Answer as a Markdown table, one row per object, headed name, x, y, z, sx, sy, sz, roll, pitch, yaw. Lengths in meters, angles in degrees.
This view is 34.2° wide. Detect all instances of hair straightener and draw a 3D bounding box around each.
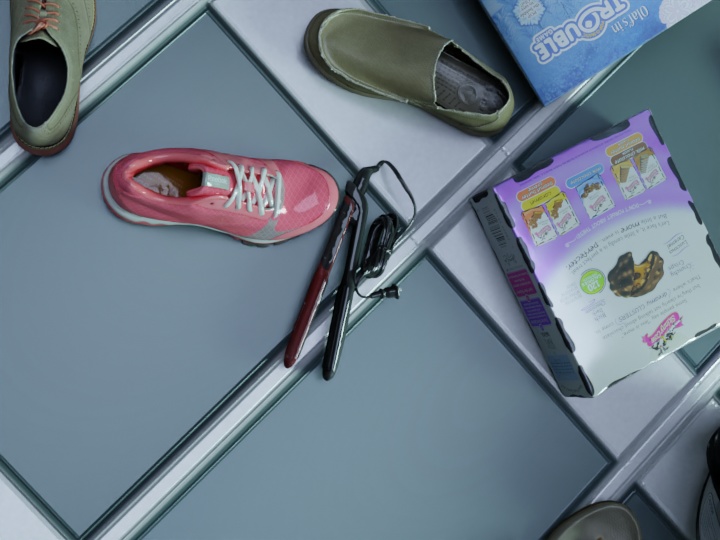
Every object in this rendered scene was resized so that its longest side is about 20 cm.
| name | x | y | z | sx | sy | sz | roll | pitch | yaw |
| --- | --- | --- | --- | --- | --- | --- | --- | --- | --- |
| hair straightener | 0.000 | 0.000 | 1.007 | 0.076 | 0.041 | 0.201 | 21 | 76 | -11 |

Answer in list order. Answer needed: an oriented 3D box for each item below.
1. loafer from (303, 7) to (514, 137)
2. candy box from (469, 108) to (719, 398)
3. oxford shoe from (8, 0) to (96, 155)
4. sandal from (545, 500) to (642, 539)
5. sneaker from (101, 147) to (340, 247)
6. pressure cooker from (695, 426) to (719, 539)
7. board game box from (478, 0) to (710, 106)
| name | x | y | z | sx | sy | sz | roll | pitch | yaw |
| --- | --- | --- | --- | --- | --- | --- | --- | --- | --- |
| loafer | 0.049 | -0.179 | 1.013 | 0.199 | 0.067 | 0.077 | 18 | 81 | -11 |
| candy box | 0.217 | -0.013 | 1.036 | 0.167 | 0.072 | 0.201 | -26 | 90 | -14 |
| oxford shoe | -0.248 | -0.198 | 0.943 | 0.070 | 0.075 | 0.202 | -1 | 85 | -12 |
| sandal | 0.167 | 0.277 | 1.007 | 0.199 | 0.054 | 0.081 | -31 | 92 | -14 |
| sneaker | -0.110 | -0.061 | 0.956 | 0.198 | 0.087 | 0.074 | 2 | 86 | -13 |
| pressure cooker | 0.385 | 0.209 | 1.002 | 0.199 | 0.176 | 0.180 | 26 | 76 | -13 |
| board game box | 0.195 | -0.282 | 1.030 | 0.199 | 0.043 | 0.200 | -32 | 93 | 11 |
